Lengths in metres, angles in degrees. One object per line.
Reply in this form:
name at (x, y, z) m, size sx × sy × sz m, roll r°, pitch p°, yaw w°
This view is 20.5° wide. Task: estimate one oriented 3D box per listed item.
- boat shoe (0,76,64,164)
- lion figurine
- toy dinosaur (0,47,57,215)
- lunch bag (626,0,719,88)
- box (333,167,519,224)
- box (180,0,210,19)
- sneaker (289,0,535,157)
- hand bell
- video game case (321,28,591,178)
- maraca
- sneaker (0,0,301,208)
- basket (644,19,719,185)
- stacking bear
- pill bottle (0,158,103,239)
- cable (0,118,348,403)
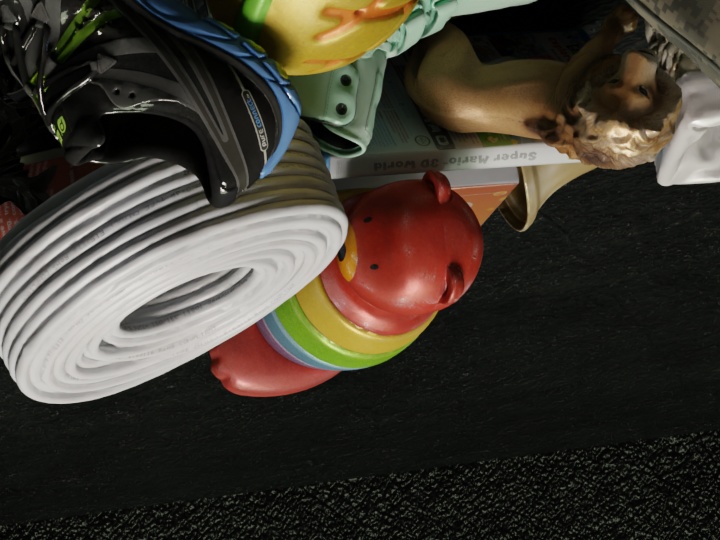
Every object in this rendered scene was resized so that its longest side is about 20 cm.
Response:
boat shoe at (-0.188, -0.105, 1.141) m, size 0.199 × 0.072 × 0.068 m, roll -18°, pitch 139°, yaw 18°
lion figurine at (0.092, -0.100, 1.116) m, size 0.199 × 0.073 × 0.123 m, roll 0°, pitch -145°, yaw 31°
toy dinosaur at (-0.172, -0.099, 1.081) m, size 0.199 × 0.136 × 0.102 m, roll 20°, pitch 178°, yaw 12°
lunch bag at (0.231, -0.167, 0.971) m, size 0.168 × 0.139 × 0.200 m, roll -51°, pitch 147°, yaw 18°
box at (0.016, -0.069, 1.329) m, size 0.124 × 0.098 × 0.200 m, roll -5°, pitch 165°, yaw -12°
box at (-0.158, -0.166, 0.953) m, size 0.158 × 0.046 × 0.200 m, roll -7°, pitch 166°, yaw -1°
sneaker at (0.018, -0.119, 1.090) m, size 0.199 × 0.119 × 0.074 m, roll -7°, pitch 165°, yaw -8°
hand bell at (0.183, -0.106, 1.352) m, size 0.199 × 0.105 × 0.104 m, roll -18°, pitch 168°, yaw -9°
video game case at (0.060, -0.102, 1.186) m, size 0.199 × 0.143 × 0.018 m, roll -5°, pitch 123°, yaw -12°
maraca at (-0.022, -0.145, 0.948) m, size 0.107 × 0.137 × 0.200 m, roll 36°, pitch 157°, yaw 5°
sneaker at (-0.125, -0.093, 0.890) m, size 0.199 × 0.083 × 0.071 m, roll 28°, pitch 160°, yaw 2°
basket at (0.265, -0.135, 1.154) m, size 0.199 × 0.124 × 0.136 m, roll -8°, pitch 166°, yaw -1°
stacking bear at (0.000, 0.000, 1.156) m, size 0.113 × 0.122 × 0.200 m, roll 4°, pitch 167°, yaw -26°
pill bottle at (-0.198, -0.033, 1.326) m, size 0.199 × 0.113 × 0.112 m, roll -16°, pitch 164°, yaw 31°
cable at (-0.102, -0.005, 1.029) m, size 0.199 × 0.070 × 0.200 m, roll -21°, pitch 165°, yaw -23°
